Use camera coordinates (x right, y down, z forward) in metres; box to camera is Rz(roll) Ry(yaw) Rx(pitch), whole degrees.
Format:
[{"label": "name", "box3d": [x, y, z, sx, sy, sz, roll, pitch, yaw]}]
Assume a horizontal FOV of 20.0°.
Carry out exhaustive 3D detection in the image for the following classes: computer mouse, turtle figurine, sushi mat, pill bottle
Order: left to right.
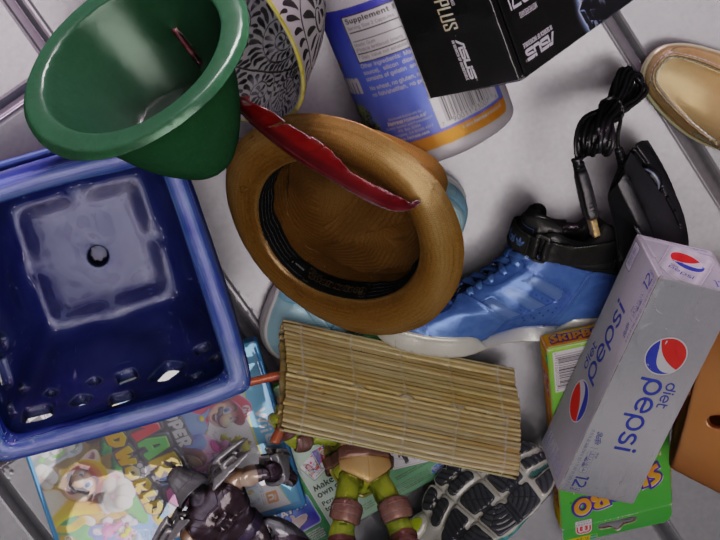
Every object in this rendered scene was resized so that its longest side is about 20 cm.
[{"label": "turtle figurine", "box3d": [-0.008, 0.150, 1.568, 0.199, 0.162, 0.064, 6, 148, -21]}, {"label": "pill bottle", "box3d": [0.029, -0.185, 1.515, 0.112, 0.112, 0.201, -23, 104, 2]}, {"label": "sushi mat", "box3d": [0.031, 0.099, 1.567, 0.199, 0.096, 0.012, 13, 144, -17]}, {"label": "computer mouse", "box3d": [0.210, -0.043, 1.544, 0.046, 0.140, 0.201, 1, 115, 27]}]

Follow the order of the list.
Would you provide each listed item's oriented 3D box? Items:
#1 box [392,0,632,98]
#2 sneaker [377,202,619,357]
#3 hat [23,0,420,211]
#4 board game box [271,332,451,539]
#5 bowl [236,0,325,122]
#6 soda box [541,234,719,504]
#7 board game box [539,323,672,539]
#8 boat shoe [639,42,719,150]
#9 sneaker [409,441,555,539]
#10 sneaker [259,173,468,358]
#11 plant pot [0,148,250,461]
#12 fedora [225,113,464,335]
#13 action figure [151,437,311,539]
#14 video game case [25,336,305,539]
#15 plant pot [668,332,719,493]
[{"label": "box", "box3d": [0.105, -0.238, 1.460, 0.086, 0.200, 0.165, -8, 110, 41]}, {"label": "sneaker", "box3d": [0.109, 0.002, 1.585, 0.199, 0.077, 0.112, -3, 111, -8]}, {"label": "hat", "box3d": [-0.108, -0.085, 1.396, 0.166, 0.200, 0.176, -44, 134, -9]}, {"label": "board game box", "box3d": [-0.037, 0.144, 1.637, 0.199, 0.029, 0.135, -29, 104, 4]}, {"label": "bowl", "box3d": [-0.091, -0.210, 1.457, 0.201, 0.200, 0.094, 49, 64, -14]}, {"label": "soda box", "box3d": [0.207, 0.076, 1.540, 0.068, 0.064, 0.201, 12, 119, -17]}, {"label": "board game box", "box3d": [0.197, 0.128, 1.624, 0.095, 0.030, 0.201, -12, 121, -6]}, {"label": "boat shoe", "box3d": [0.308, -0.111, 1.573, 0.199, 0.076, 0.072, 27, 103, -9]}, {"label": "sneaker", "box3d": [0.080, 0.211, 1.643, 0.200, 0.080, 0.078, -44, 62, 14]}, {"label": "sneaker", "box3d": [0.000, 0.000, 1.575, 0.200, 0.082, 0.074, -44, 103, 7]}, {"label": "plant pot", "box3d": [-0.202, 0.002, 1.510, 0.199, 0.180, 0.201, -17, 105, -1]}, {"label": "fedora", "box3d": [-0.001, -0.047, 1.489, 0.200, 0.082, 0.201, 20, 133, 22]}, {"label": "action figure", "box3d": [-0.077, 0.209, 1.587, 0.200, 0.069, 0.130, 38, 108, -13]}, {"label": "video game case", "box3d": [-0.157, 0.146, 1.605, 0.199, 0.018, 0.144, -16, 104, 0]}, {"label": "plant pot", "box3d": [0.320, 0.103, 1.577, 0.139, 0.200, 0.201, 12, 104, 5]}]
